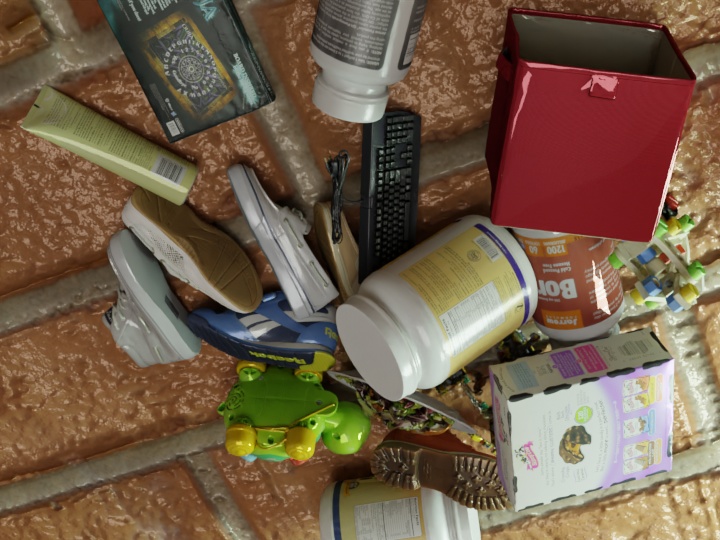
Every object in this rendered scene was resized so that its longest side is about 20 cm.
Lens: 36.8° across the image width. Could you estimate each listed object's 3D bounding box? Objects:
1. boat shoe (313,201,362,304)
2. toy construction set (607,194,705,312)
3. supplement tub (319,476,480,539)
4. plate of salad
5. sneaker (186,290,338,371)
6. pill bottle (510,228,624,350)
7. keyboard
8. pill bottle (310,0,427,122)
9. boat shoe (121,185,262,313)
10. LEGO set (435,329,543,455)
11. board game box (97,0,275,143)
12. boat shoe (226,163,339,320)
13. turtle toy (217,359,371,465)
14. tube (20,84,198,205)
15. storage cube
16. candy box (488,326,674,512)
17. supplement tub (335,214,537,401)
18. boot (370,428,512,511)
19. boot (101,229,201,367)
[{"bbox_3d":[0.000,0.000,1.303,0.069,0.074,0.202,-24,117,-10],"label":"boat shoe"},{"bbox_3d":[0.344,-0.013,1.216,0.092,0.200,0.132,-38,74,18],"label":"toy construction set"},{"bbox_3d":[0.055,0.343,1.444,0.197,0.145,0.146,-10,119,9],"label":"supplement tub"},{"bbox_3d":[0.047,0.170,1.323,0.198,0.200,0.049,25,80,-10],"label":"plate of salad"},{"bbox_3d":[-0.118,0.068,1.345,0.197,0.083,0.074,10,158,11],"label":"sneaker"},{"bbox_3d":[0.245,0.008,1.258,0.111,0.113,0.202,-13,118,11],"label":"pill bottle"},{"bbox_3d":[0.015,-0.079,1.227,0.126,0.021,0.203,-10,112,-29],"label":"keyboard"},{"bbox_3d":[0.009,-0.262,1.123,0.109,0.111,0.202,13,120,-4],"label":"pill bottle"},{"bbox_3d":[-0.203,-0.019,1.304,0.200,0.071,0.069,45,137,-8],"label":"boat shoe"},{"bbox_3d":[0.184,0.165,1.348,0.152,0.116,0.201,-23,116,16],"label":"LEGO set"},{"bbox_3d":[-0.193,-0.253,1.189,0.134,0.028,0.202,-18,116,13],"label":"board game box"},{"bbox_3d":[-0.090,-0.043,1.280,0.066,0.074,0.202,-27,107,-7],"label":"boat shoe"},{"bbox_3d":[-0.085,0.189,1.381,0.197,0.147,0.102,5,142,2],"label":"turtle toy"},{"bbox_3d":[-0.283,-0.142,1.240,0.198,0.058,0.052,27,93,-16],"label":"tube"},{"bbox_3d":[0.231,-0.154,1.133,0.197,0.172,0.182,7,121,0],"label":"storage cube"},{"bbox_3d":[0.255,0.172,1.248,0.197,0.072,0.169,-13,122,-7],"label":"candy box"},{"bbox_3d":[0.086,0.042,1.224,0.199,0.145,0.147,-32,120,-23],"label":"supplement tub"},{"bbox_3d":[0.122,0.240,1.389,0.198,0.107,0.076,14,114,14],"label":"boot"},{"bbox_3d":[-0.282,0.044,1.333,0.095,0.074,0.201,-17,124,14],"label":"boot"}]
